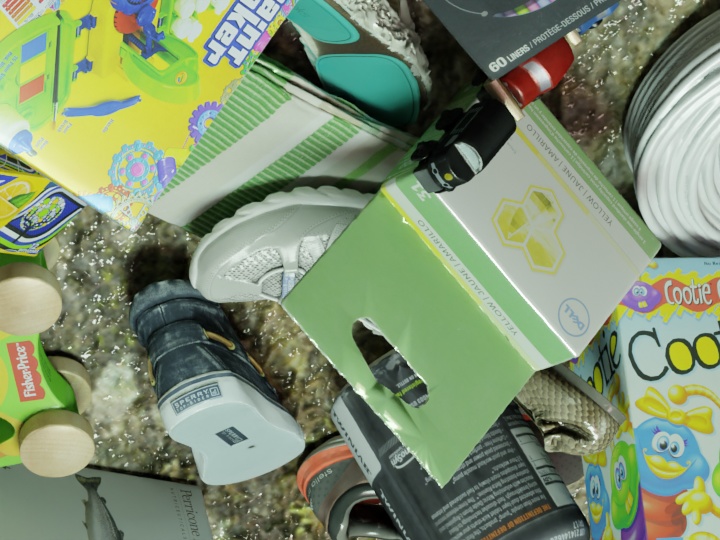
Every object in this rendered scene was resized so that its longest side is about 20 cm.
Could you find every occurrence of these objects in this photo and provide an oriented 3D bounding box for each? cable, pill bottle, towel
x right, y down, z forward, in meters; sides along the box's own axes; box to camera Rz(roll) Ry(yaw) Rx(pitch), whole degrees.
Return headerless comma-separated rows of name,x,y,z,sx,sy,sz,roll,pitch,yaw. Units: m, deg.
cable,0.257,-0.087,1.760,0.200,0.069,0.200,9,129,-24
pill bottle,0.072,0.143,1.805,0.106,0.200,0.106,-28,162,-10
towel,-0.064,-0.067,1.685,0.200,0.023,0.152,24,137,-35

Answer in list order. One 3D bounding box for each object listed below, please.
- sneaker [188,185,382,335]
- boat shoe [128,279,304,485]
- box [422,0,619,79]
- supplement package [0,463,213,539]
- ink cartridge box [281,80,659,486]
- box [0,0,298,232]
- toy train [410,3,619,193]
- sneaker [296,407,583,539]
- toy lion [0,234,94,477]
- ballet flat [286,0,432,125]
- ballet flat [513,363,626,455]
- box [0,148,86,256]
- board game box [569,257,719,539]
sneaker,0.000,0.000,1.695,0.200,0.082,0.075,-6,149,-2
boat shoe,-0.088,0.068,1.797,0.071,0.091,0.200,-21,161,2
box,0.058,-0.219,1.550,0.122,0.106,0.200,-33,132,13
supplement package,-0.201,0.200,1.840,0.200,0.117,0.117,11,127,-26
ink cartridge box,0.065,0.001,1.636,0.146,0.200,0.048,49,144,-13
box,-0.147,-0.162,1.473,0.193,0.122,0.200,35,92,-33
toy train,0.093,-0.115,1.620,0.046,0.200,0.034,-13,122,50
sneaker,0.062,0.149,1.901,0.200,0.082,0.077,-8,133,-10
toy lion,-0.265,0.046,1.726,0.191,0.069,0.200,-8,134,-1
ballet flat,-0.002,-0.146,1.619,0.072,0.072,0.200,-27,153,7
ballet flat,0.075,0.052,1.744,0.046,0.200,0.067,-52,148,-2
box,-0.232,-0.059,1.572,0.064,0.070,0.200,-44,156,22
board game box,0.196,0.102,1.758,0.105,0.200,0.103,-1,158,-13
